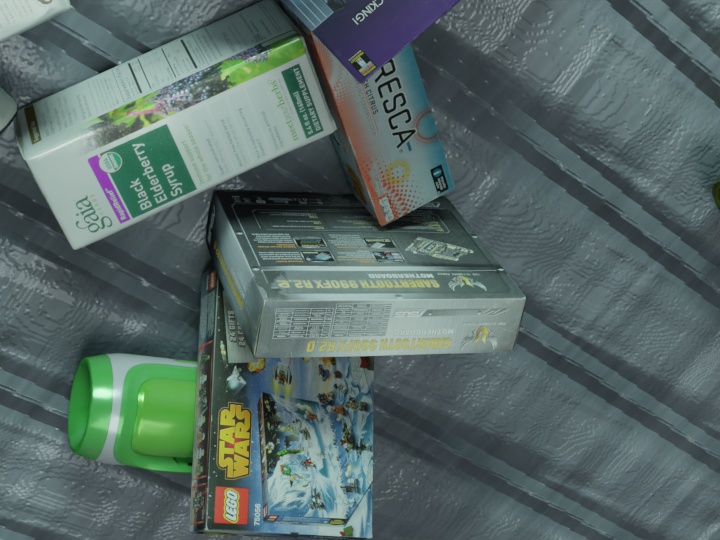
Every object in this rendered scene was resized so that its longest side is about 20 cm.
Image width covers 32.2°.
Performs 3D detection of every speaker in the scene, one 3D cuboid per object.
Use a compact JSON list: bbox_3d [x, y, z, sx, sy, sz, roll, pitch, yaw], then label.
[{"bbox_3d":[-0.125,0.116,0.988,0.199,0.089,0.089,9,118,-25],"label":"speaker"}]

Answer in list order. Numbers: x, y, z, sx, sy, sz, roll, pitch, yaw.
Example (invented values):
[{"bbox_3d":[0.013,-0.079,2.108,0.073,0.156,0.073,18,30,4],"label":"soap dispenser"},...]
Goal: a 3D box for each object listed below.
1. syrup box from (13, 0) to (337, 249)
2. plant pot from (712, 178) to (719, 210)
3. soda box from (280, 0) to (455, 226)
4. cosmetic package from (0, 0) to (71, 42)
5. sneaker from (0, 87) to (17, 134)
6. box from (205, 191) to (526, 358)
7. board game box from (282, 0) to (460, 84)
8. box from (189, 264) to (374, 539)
[{"bbox_3d":[-0.127,-0.101,0.851,0.199,0.082,0.079,-26,127,-6],"label":"syrup box"},{"bbox_3d":[0.432,-0.080,1.028,0.193,0.200,0.200,-49,125,-2],"label":"plant pot"},{"bbox_3d":[0.003,-0.135,0.889,0.068,0.064,0.201,-27,127,-9],"label":"soda box"},{"bbox_3d":[-0.282,-0.163,0.736,0.199,0.113,0.081,-26,126,-6],"label":"cosmetic package"},{"bbox_3d":[-0.323,-0.075,0.808,0.199,0.075,0.081,-36,113,1],"label":"sneaker"},{"bbox_3d":[0.000,0.000,0.917,0.199,0.159,0.049,0,121,-21],"label":"box"},{"bbox_3d":[0.019,-0.237,0.736,0.200,0.057,0.165,-38,114,19],"label":"board game box"},{"bbox_3d":[-0.057,0.102,0.955,0.136,0.202,0.040,9,162,-26],"label":"box"}]
